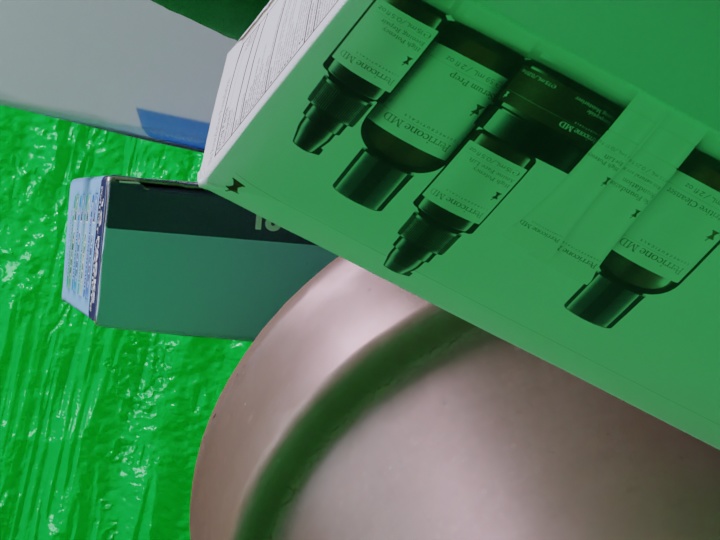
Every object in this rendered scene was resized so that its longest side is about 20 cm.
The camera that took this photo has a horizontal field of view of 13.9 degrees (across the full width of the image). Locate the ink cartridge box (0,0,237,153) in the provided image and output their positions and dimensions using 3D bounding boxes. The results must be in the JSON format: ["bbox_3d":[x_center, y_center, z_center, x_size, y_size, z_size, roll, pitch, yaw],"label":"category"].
[{"bbox_3d":[-0.013,-0.072,0.927,0.200,0.145,0.084,7,-86,-67],"label":"ink cartridge box"}]

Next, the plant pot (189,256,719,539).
[{"bbox_3d":[0.068,0.103,0.733,0.175,0.200,0.200,-110,29,-52],"label":"plant pot"}]

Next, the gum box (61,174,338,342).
[{"bbox_3d":[0.000,0.000,0.886,0.200,0.170,0.045,-176,91,-81],"label":"gum box"}]

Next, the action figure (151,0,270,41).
[{"bbox_3d":[0.008,-0.067,0.769,0.055,0.200,0.118,-50,15,45],"label":"action figure"}]

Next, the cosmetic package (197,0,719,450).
[{"bbox_3d":[0.072,-0.012,0.650,0.083,0.200,0.051,-48,22,43],"label":"cosmetic package"}]
